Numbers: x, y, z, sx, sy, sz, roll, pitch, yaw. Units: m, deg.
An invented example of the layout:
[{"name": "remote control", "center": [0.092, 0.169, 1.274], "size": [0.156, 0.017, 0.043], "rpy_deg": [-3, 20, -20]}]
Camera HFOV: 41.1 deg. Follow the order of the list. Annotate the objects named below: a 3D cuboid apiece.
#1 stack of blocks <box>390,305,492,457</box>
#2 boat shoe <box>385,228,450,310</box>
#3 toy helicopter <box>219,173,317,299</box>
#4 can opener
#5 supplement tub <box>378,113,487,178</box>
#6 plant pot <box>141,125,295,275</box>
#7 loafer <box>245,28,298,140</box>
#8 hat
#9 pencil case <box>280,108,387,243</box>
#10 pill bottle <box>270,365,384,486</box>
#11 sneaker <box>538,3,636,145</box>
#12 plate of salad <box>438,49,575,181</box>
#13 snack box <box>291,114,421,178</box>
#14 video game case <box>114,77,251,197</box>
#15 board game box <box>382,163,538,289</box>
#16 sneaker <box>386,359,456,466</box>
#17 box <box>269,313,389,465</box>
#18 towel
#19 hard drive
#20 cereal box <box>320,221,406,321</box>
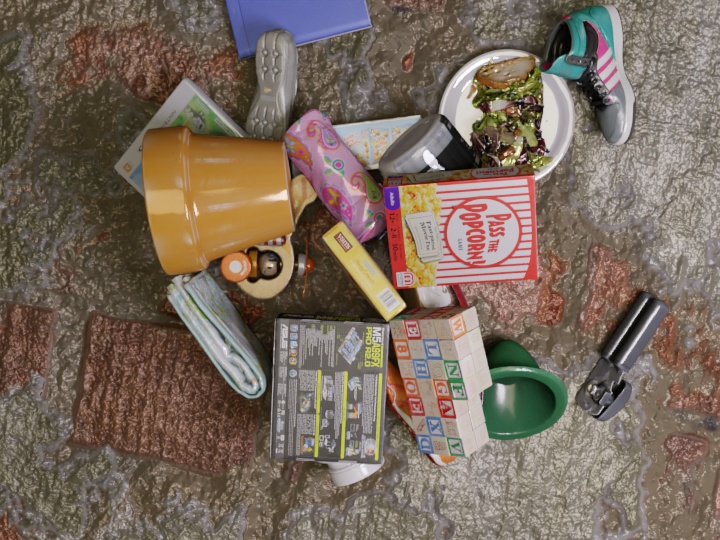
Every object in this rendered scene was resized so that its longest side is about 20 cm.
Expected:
[{"name": "stack of blocks", "center": [0.120, 0.154, 1.339], "size": [0.115, 0.058, 0.201], "rpy_deg": [-4, 103, 45]}, {"name": "boat shoe", "center": [0.084, -0.036, 1.413], "size": [0.069, 0.071, 0.201], "rpy_deg": [-15, 90, -20]}, {"name": "toy helicopter", "center": [-0.111, -0.048, 1.413], "size": [0.132, 0.079, 0.201], "rpy_deg": [29, 95, -4]}, {"name": "can opener", "center": [0.394, 0.131, 1.426], "size": [0.067, 0.053, 0.201], "rpy_deg": [28, 97, -33]}, {"name": "supplement tub", "center": [0.129, -0.111, 1.358], "size": [0.122, 0.123, 0.200], "rpy_deg": [-40, 106, 6]}, {"name": "plant pot", "center": [-0.186, -0.105, 1.315], "size": [0.182, 0.200, 0.202], "rpy_deg": [-8, 96, -1]}, {"name": "loafer", "center": [-0.123, -0.249, 1.396], "size": [0.070, 0.070, 0.201], "rpy_deg": [18, 115, 16]}, {"name": "hat", "center": [0.216, 0.126, 1.442], "size": [0.164, 0.177, 0.201], "rpy_deg": [-6, 135, 6]}, {"name": "pencil case", "center": [-0.028, -0.132, 1.360], "size": [0.087, 0.087, 0.200], "rpy_deg": [-40, 84, 6]}, {"name": "pill bottle", "center": [-0.043, 0.209, 1.417], "size": [0.112, 0.112, 0.201], "rpy_deg": [-25, 94, 5]}, {"name": "sneaker", "center": [0.313, -0.271, 1.345], "size": [0.120, 0.084, 0.201], "rpy_deg": [-9, 88, -20]}, {"name": "plate of salad", "center": [0.213, -0.219, 1.391], "size": [0.199, 0.048, 0.202], "rpy_deg": [0, 96, 2]}, {"name": "snack box", "center": [-0.005, -0.182, 1.418], "size": [0.199, 0.024, 0.072], "rpy_deg": [-6, 95, 4]}, {"name": "video game case", "center": [-0.239, -0.148, 1.416], "size": [0.200, 0.022, 0.182], "rpy_deg": [44, 110, -2]}, {"name": "board game box", "center": [0.136, -0.058, 1.289], "size": [0.199, 0.046, 0.152], "rpy_deg": [-5, 116, 7]}, {"name": "sneaker", "center": [0.085, 0.199, 1.441], "size": [0.077, 0.073, 0.200], "rpy_deg": [-39, 100, -9]}, {"name": "box", "center": [-0.042, 0.164, 1.334], "size": [0.159, 0.044, 0.201], "rpy_deg": [2, 96, 1]}, {"name": "towel", "center": [-0.195, 0.087, 1.384], "size": [0.048, 0.171, 0.200], "rpy_deg": [-35, 93, 4]}, {"name": "hard drive", "center": [-0.095, -0.397, 1.400], "size": [0.199, 0.025, 0.133], "rpy_deg": [-13, 95, 5]}, {"name": "cereal box", "center": [0.000, 0.000, 1.349], "size": [0.039, 0.200, 0.144], "rpy_deg": [-38, 92, -2]}]
